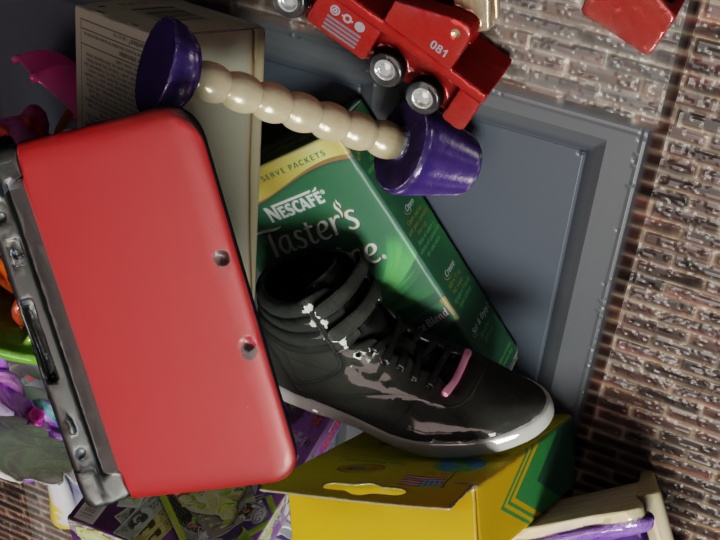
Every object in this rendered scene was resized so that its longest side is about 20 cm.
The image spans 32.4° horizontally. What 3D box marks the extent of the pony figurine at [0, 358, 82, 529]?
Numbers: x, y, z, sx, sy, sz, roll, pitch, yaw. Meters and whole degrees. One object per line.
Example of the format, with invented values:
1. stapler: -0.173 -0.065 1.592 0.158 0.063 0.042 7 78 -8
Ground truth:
1. pony figurine: -0.255 0.104 0.918 0.192 0.167 0.201 12 136 16

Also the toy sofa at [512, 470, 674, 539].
1. toy sofa: 0.105 0.197 0.795 0.199 0.098 0.083 -15 90 15

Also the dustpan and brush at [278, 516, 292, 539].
1. dustpan and brush: -0.079 0.178 0.963 0.199 0.057 0.140 21 134 -2

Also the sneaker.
1. sneaker: 0.016 0.045 0.737 0.199 0.071 0.100 12 135 26

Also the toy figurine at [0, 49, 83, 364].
1. toy figurine: -0.217 -0.049 0.798 0.150 0.199 0.185 33 125 34

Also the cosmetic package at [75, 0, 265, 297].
1. cosmetic package: -0.115 -0.052 0.736 0.103 0.073 0.201 29 123 45

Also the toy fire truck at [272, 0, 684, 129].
1. toy fire truck: 0.053 -0.152 0.640 0.199 0.049 0.141 36 134 0

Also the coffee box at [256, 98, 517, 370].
1. coffee box: 0.000 0.000 0.792 0.122 0.044 0.201 -17 115 37

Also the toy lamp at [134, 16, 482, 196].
1. toy lamp: -0.021 -0.081 0.672 0.199 0.059 0.058 12 142 -30

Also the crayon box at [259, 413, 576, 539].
1. crayon box: 0.042 0.133 0.766 0.126 0.200 0.051 0 97 29

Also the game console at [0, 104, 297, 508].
1. game console: -0.125 0.014 0.683 0.118 0.172 0.201 -17 103 -9

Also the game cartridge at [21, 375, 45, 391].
1. game cartridge: -0.307 0.056 1.015 0.200 0.041 0.133 49 136 -13

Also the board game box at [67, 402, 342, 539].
1. board game box: -0.090 0.120 0.829 0.119 0.200 0.032 13 132 20
